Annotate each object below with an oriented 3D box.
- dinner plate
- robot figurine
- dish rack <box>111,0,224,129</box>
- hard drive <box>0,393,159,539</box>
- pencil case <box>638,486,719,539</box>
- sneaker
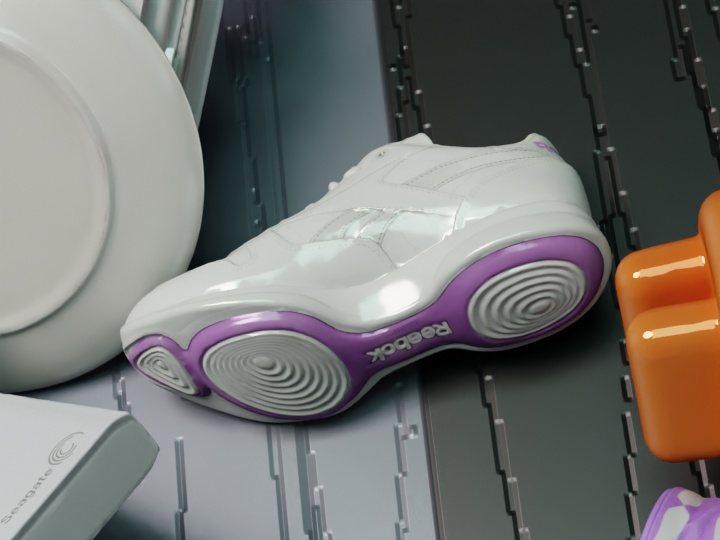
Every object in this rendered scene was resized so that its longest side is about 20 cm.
[{"bbox_3d":[-0.162,-0.037,0.884,0.199,0.201,0.024,-7,21,9],"label":"dinner plate"},{"bbox_3d":[0.197,0.014,0.813,0.199,0.144,0.117,-10,85,8],"label":"robot figurine"},{"bbox_3d":[-0.163,-0.086,0.900,0.199,0.173,0.044,14,22,0],"label":"dish rack"},{"bbox_3d":[-0.176,0.099,0.831,0.199,0.027,0.132,3,46,50],"label":"hard drive"},{"bbox_3d":[0.178,0.142,0.771,0.199,0.084,0.086,16,35,20],"label":"pencil case"},{"bbox_3d":[0.000,0.000,0.899,0.199,0.075,0.100,-14,44,5],"label":"sneaker"}]
